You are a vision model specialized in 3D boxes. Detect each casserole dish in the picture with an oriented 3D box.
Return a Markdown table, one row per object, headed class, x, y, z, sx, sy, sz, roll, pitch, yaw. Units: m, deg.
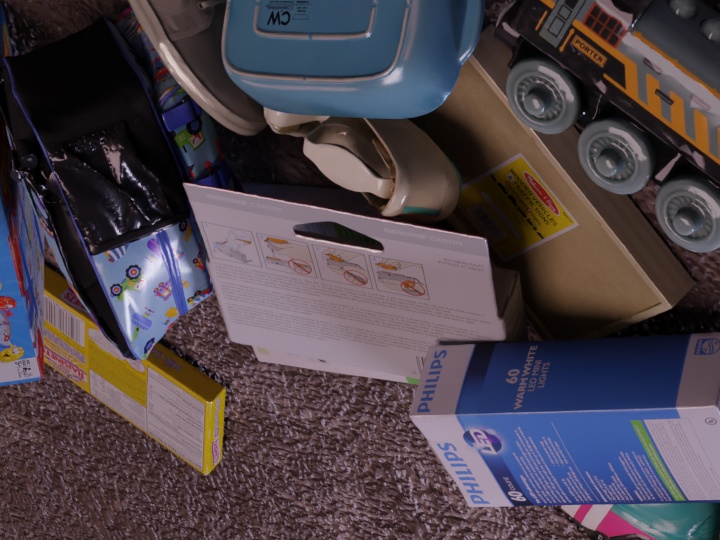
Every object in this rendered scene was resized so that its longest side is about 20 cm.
| class | x | y | z | sx | sy | sz | roll | pitch | yaw |
| --- | --- | --- | --- | --- | --- | --- | --- | --- | --- |
| casserole dish | -0.015 | -0.152 | 1.384 | 0.200 | 0.039 | 0.121 | 7 | 88 | 44 |

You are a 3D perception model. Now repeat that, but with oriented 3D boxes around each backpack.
| class | x | y | z | sx | sy | sz | roll | pitch | yaw |
| --- | --- | --- | --- | --- | --- | --- | --- | --- | --- |
| backpack | -0.152 | -0.051 | 1.579 | 0.183 | 0.134 | 0.200 | -123 | 11 | -60 |

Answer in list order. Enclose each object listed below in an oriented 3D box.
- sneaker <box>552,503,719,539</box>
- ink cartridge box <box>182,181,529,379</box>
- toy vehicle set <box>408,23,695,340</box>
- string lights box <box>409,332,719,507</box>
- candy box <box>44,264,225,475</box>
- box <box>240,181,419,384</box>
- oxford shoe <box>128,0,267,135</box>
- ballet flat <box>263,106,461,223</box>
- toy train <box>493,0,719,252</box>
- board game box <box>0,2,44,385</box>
| class | x | y | z | sx | sy | sz | roll | pitch | yaw |
| --- | --- | --- | --- | --- | --- | --- | --- | --- | --- |
| sneaker | 0.155 | 0.157 | 1.562 | 0.200 | 0.084 | 0.121 | 10 | 124 | 41 |
| ink cartridge box | 0.000 | 0.000 | 1.480 | 0.200 | 0.044 | 0.174 | 11 | 145 | 17 |
| toy vehicle set | 0.101 | -0.045 | 1.446 | 0.200 | 0.027 | 0.124 | 51 | 147 | -8 |
| string lights box | 0.143 | 0.093 | 1.447 | 0.200 | 0.059 | 0.103 | -3 | 140 | 28 |
| candy box | -0.192 | 0.077 | 1.908 | 0.200 | 0.026 | 0.102 | 33 | 148 | 19 |
| box | -0.022 | 0.008 | 1.636 | 0.200 | 0.036 | 0.144 | 7 | 131 | 46 |
| oxford shoe | -0.108 | -0.176 | 1.476 | 0.058 | 0.075 | 0.200 | -29 | 90 | 19 |
| ballet flat | -0.019 | -0.094 | 1.446 | 0.200 | 0.069 | 0.070 | 43 | 151 | 35 |
| toy train | 0.164 | -0.097 | 1.275 | 0.200 | 0.085 | 0.114 | 39 | 137 | 10 |
| board game box | -0.270 | -0.054 | 1.708 | 0.056 | 0.200 | 0.196 | -6 | 135 | -1 |
